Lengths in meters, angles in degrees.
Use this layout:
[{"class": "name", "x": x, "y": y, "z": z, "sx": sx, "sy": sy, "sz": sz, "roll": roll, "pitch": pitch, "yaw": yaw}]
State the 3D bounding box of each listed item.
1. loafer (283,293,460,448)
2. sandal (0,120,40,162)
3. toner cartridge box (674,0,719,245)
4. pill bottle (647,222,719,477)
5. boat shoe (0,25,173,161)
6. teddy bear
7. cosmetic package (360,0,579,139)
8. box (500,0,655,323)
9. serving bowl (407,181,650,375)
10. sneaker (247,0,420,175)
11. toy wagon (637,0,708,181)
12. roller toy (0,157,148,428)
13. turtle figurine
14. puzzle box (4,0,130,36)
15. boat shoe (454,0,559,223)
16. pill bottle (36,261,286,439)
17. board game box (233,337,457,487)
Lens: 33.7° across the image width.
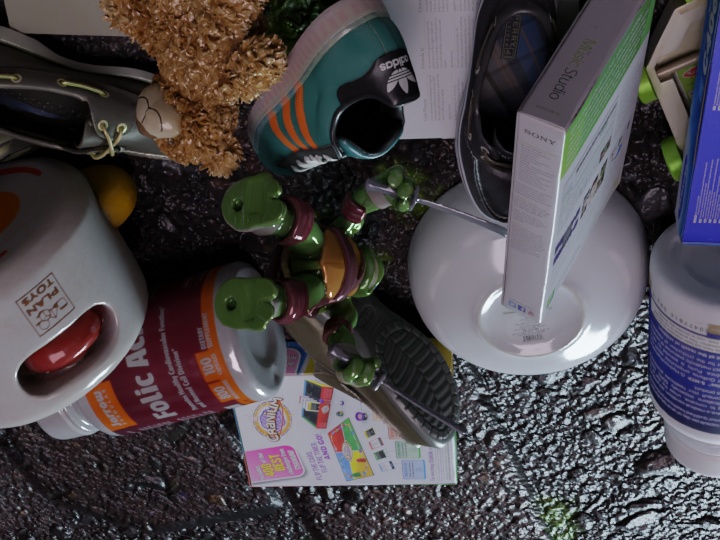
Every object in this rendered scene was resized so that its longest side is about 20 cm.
[{"class": "loafer", "x": 0.002, "y": 0.068, "z": 0.978, "sx": 0.200, "sy": 0.075, "sz": 0.070, "roll": 49, "pitch": 136, "yaw": -1}, {"class": "sandal", "x": -0.332, "y": -0.090, "z": 0.892, "sx": 0.198, "sy": 0.080, "sz": 0.058, "roll": -15, "pitch": 104, "yaw": 13}, {"class": "toner cartridge box", "x": 0.268, "y": -0.110, "z": 0.780, "sx": 0.093, "sy": 0.043, "sz": 0.203, "roll": 3, "pitch": 126, "yaw": 6}, {"class": "pill bottle", "x": 0.287, "y": 0.065, "z": 0.938, "sx": 0.117, "sy": 0.121, "sz": 0.202, "roll": -4, "pitch": 130, "yaw": 8}, {"class": "boat shoe", "x": -0.198, "y": -0.112, "z": 0.846, "sx": 0.199, "sy": 0.061, "sz": 0.072, "roll": 16, "pitch": 141, "yaw": -21}, {"class": "teddy bear", "x": -0.105, "y": -0.153, "z": 0.756, "sx": 0.145, "sy": 0.067, "sz": 0.201, "roll": 41, "pitch": 129, "yaw": 3}, {"class": "cosmetic package", "x": 0.068, "y": -0.183, "z": 0.785, "sx": 0.148, "sy": 0.052, "sz": 0.202, "roll": -2, "pitch": 131, "yaw": 4}, {"class": "box", "x": 0.141, "y": -0.078, "z": 0.776, "sx": 0.036, "sy": 0.145, "sz": 0.201, "roll": 24, "pitch": 150, "yaw": 18}, {"class": "serving bowl", "x": 0.134, "y": 0.016, "z": 0.944, "sx": 0.196, "sy": 0.066, "sz": 0.202, "roll": 2, "pitch": 132, "yaw": 2}, {"class": "sneaker", "x": -0.020, "y": -0.098, "z": 0.790, "sx": 0.071, "sy": 0.081, "sz": 0.200, "roll": -25, "pitch": 170, "yaw": -25}, {"class": "toy wagon", "x": 0.262, "y": -0.149, "z": 0.804, "sx": 0.153, "sy": 0.040, "sz": 0.201, "roll": -21, "pitch": 121, "yaw": 20}, {"class": "roller toy", "x": -0.262, "y": 0.009, "z": 0.889, "sx": 0.197, "sy": 0.184, "sz": 0.141, "roll": -13, "pitch": 129, "yaw": 15}, {"class": "turtle figurine", "x": 0.000, "y": 0.000, "z": 0.828, "sx": 0.193, "sy": 0.200, "sz": 0.145, "roll": 8, "pitch": 118, "yaw": -57}, {"class": "puzzle box", "x": -0.178, "y": -0.246, "z": 0.767, "sx": 0.131, "sy": 0.026, "sz": 0.202, "roll": 3, "pitch": 131, "yaw": 2}, {"class": "boat shoe", "x": 0.100, "y": -0.101, "z": 0.777, "sx": 0.069, "sy": 0.067, "sz": 0.202, "roll": 5, "pitch": 132, "yaw": 1}, {"class": "pill bottle", "x": -0.171, "y": 0.071, "z": 0.981, "sx": 0.197, "sy": 0.115, "sz": 0.115, "roll": -16, "pitch": 128, "yaw": 16}, {"class": "board game box", "x": -0.013, "y": 0.130, "z": 1.070, "sx": 0.196, "sy": 0.041, "sz": 0.155, "roll": -1, "pitch": 131, "yaw": 5}]
